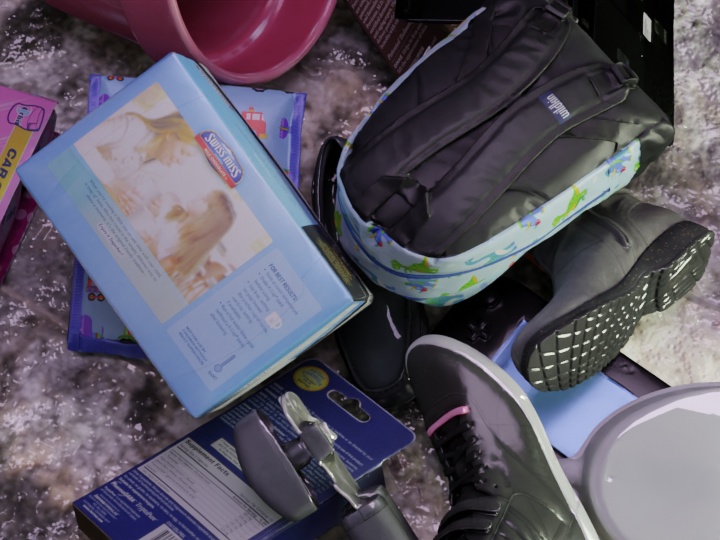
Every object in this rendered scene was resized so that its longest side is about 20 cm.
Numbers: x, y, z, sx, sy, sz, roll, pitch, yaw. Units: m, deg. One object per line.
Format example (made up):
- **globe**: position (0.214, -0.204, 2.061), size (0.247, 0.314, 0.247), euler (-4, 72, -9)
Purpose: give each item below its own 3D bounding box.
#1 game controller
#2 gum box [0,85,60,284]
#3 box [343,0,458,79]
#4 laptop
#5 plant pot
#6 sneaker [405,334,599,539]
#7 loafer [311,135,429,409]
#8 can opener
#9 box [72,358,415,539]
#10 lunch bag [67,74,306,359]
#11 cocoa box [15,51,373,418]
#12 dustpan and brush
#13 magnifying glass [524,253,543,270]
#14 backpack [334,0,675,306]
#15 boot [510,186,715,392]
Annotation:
- **game controller**: position (0.135, 0.089, 1.723), size (0.200, 0.042, 0.104), euler (35, 65, 16)
- **gum box**: position (-0.292, -0.046, 1.764), size (0.113, 0.066, 0.200), euler (16, 61, 7)
- **box**: position (0.065, -0.180, 1.836), size (0.100, 0.075, 0.200), euler (-12, 59, -38)
- **laptop**: position (0.130, -0.188, 1.824), size (0.103, 0.200, 0.177), euler (-27, 34, 28)
- **plant pot**: position (-0.136, -0.237, 1.806), size (0.179, 0.200, 0.200), euler (10, 56, 37)
- **sneaker**: position (0.073, 0.134, 1.628), size (0.099, 0.071, 0.200), euler (-22, 77, -50)
- **loafer**: position (0.000, 0.000, 1.743), size (0.068, 0.070, 0.201), euler (-20, 59, 16)
- **can opener**: position (-0.007, 0.167, 1.605), size (0.067, 0.053, 0.200), euler (-32, 94, 7)
- **box**: position (-0.072, 0.140, 1.660), size (0.200, 0.032, 0.121), euler (-32, 44, -24)
- **lunch bag**: position (-0.120, -0.023, 1.756), size (0.150, 0.094, 0.200), euler (5, 70, -3)
- **cocoa box**: position (-0.104, -0.022, 1.650), size (0.133, 0.131, 0.200), euler (-36, 87, 5)
- **dustpan and brush**: position (0.167, 0.135, 1.668), size (0.200, 0.057, 0.140), euler (6, 87, 2)
- **magnifying glass**: position (0.097, -0.042, 1.807), size (0.200, 0.022, 0.080), euler (40, 66, 17)
- **backpack**: position (0.075, -0.068, 1.671), size (0.163, 0.154, 0.200), euler (44, 59, 11)
- **boot**: position (0.135, -0.002, 1.732), size (0.132, 0.070, 0.200), euler (34, 44, 26)
